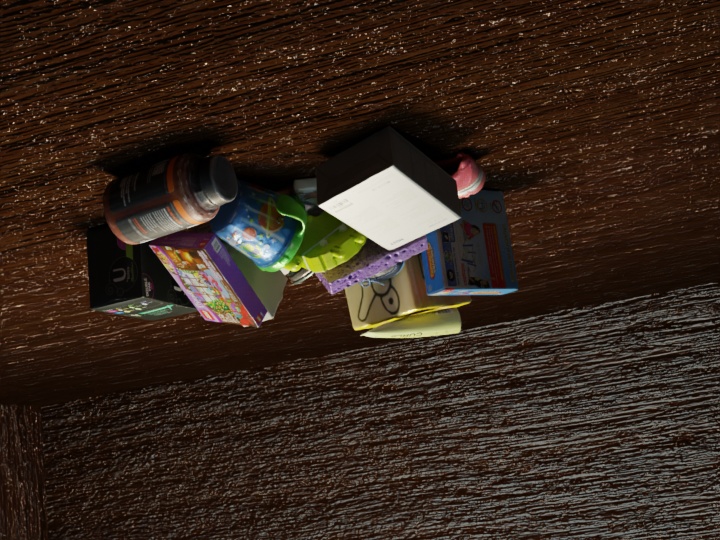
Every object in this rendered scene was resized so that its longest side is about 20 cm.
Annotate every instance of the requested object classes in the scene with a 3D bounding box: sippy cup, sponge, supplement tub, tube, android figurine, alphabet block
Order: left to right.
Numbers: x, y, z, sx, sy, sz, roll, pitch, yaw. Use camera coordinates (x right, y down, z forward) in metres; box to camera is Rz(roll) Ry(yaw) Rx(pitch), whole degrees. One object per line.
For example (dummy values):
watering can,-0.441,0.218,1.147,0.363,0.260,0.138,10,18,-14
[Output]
supplement tub,-0.284,-0.112,1.248,0.196,0.110,0.106,-14,166,24
sippy cup,-0.179,-0.084,1.391,0.129,0.141,0.178,25,117,-37
android figurine,-0.066,-0.055,1.449,0.181,0.042,0.199,-37,-152,-21
sponge,0.010,-0.035,1.470,0.196,0.112,0.030,-24,128,-14
alphabet block,0.085,-0.003,1.700,0.193,0.205,0.194,-19,170,42
tube,0.099,0.112,1.629,0.195,0.052,0.059,-7,132,-13

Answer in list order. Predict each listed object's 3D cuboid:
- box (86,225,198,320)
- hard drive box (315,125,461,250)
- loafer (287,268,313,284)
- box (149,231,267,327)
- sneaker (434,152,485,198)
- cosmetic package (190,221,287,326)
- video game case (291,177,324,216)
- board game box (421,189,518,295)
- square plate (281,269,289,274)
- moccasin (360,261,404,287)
box,-0.405,0.003,1.562,0.121,0.153,0.199,-12,167,19
hard drive box,0.046,-0.126,1.340,0.153,0.079,0.199,-23,146,30
loafer,-0.083,-0.051,1.661,0.199,0.063,0.072,-38,-162,27
box,-0.263,0.015,1.441,0.134,0.040,0.202,5,140,35
sneaker,0.117,-0.152,1.450,0.197,0.075,0.087,-26,147,16
cosmetic package,-0.231,-0.004,1.535,0.088,0.108,0.202,-14,126,30
video game case,-0.032,-0.134,1.512,0.194,0.024,0.182,-6,167,-10
board game box,0.205,-0.056,1.601,0.192,0.206,0.055,2,165,-35
square plate,-0.222,-0.010,1.683,0.194,0.029,0.198,-10,167,-1
moccasin,0.000,0.000,1.599,0.198,0.082,0.067,-18,179,44
